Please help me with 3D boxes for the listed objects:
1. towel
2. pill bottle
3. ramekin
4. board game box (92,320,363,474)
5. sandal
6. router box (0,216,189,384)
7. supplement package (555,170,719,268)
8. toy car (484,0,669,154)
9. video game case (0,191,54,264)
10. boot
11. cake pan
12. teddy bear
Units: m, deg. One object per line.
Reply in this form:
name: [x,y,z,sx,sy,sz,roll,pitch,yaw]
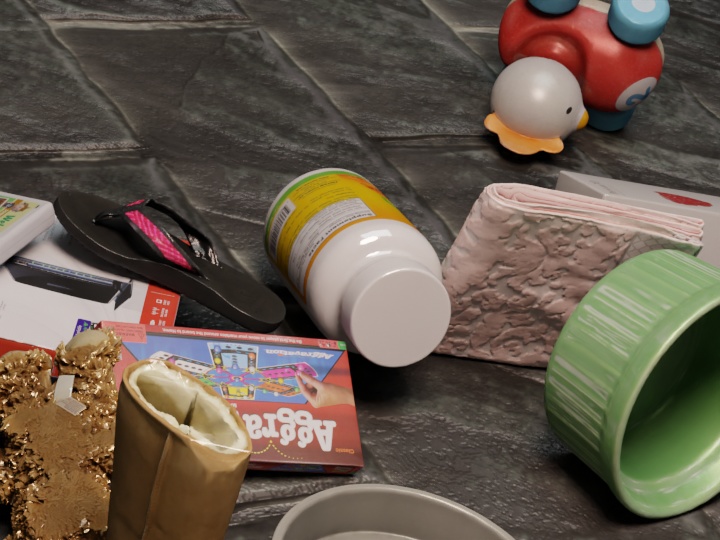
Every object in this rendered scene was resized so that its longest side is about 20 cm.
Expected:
towel: [0.154,0.014,1.547,0.191,0.200,0.032,10,49,-15]
pill bottle: [0.000,0.000,1.533,0.111,0.111,0.200,4,20,-21]
ramekin: [0.236,0.081,1.476,0.200,0.200,0.098,-9,32,-38]
board game box: [-0.094,0.093,1.390,0.200,0.019,0.103,6,63,-29]
sandal: [-0.143,-0.019,1.490,0.200,0.045,0.075,27,28,1]
router box: [-0.231,0.026,1.469,0.179,0.049,0.200,13,30,-6]
supplement package: [0.273,-0.007,1.683,0.200,0.120,0.121,8,11,-15]
toy car: [0.208,-0.184,1.978,0.177,0.184,0.200,21,59,6]
video game case: [-0.359,-0.016,1.433,0.182,0.022,0.200,12,33,24]
boot: [-0.096,0.179,1.127,0.175,0.200,0.066,32,33,25]
cake pan: [0.033,0.220,1.289,0.200,0.037,0.200,12,30,-7]
teddy bear: [-0.197,0.121,1.283,0.145,0.067,0.200,-25,48,-14]
